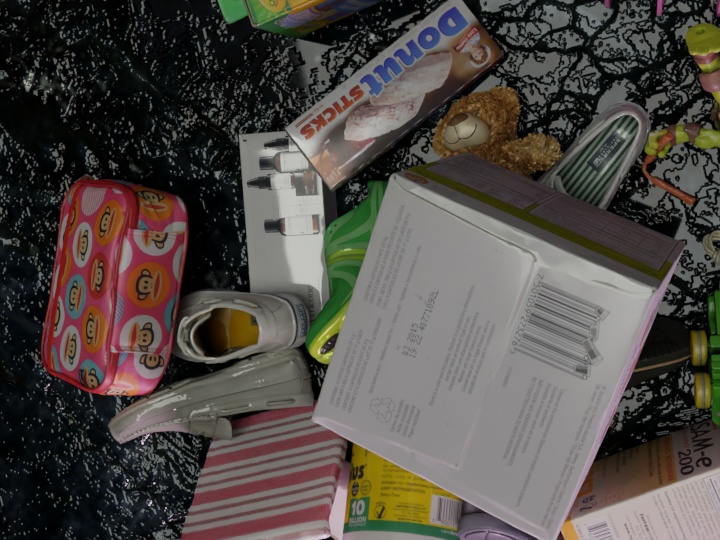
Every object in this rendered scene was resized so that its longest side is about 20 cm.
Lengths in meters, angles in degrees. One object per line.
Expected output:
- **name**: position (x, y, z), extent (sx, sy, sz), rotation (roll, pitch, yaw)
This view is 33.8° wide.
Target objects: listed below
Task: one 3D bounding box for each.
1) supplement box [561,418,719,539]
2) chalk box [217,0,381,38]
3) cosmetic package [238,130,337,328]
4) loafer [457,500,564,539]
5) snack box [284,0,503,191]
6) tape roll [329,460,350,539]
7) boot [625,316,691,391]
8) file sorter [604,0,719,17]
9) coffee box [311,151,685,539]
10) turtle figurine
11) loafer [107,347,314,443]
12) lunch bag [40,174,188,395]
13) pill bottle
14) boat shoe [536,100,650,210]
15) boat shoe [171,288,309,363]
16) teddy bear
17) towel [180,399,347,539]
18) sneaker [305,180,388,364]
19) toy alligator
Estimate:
- **supplement box**: position (0.278, 0.193, 1.027), extent (0.199, 0.126, 0.074), rotation (-24, 95, 15)
- **chalk box**: position (-0.049, -0.289, 1.062), extent (0.199, 0.124, 0.125), rotation (-21, 91, 16)
- **cosmetic package**: position (-0.066, -0.032, 1.134), extent (0.082, 0.051, 0.202), rotation (-3, 96, 16)
- **loafer**: position (0.153, 0.231, 1.054), extent (0.071, 0.200, 0.063), rotation (-15, 56, 31)
- **snack box**: position (0.031, -0.161, 1.081), extent (0.200, 0.024, 0.072), rotation (-38, 86, 0)
- **tape roll**: position (-0.043, 0.287, 1.155), extent (0.201, 0.071, 0.204), rotation (2, 97, 15)
- **boot**: position (0.206, 0.125, 1.082), extent (0.198, 0.078, 0.139), rotation (-11, 118, 1)
- **file sorter**: position (0.294, -0.280, 0.945), extent (0.198, 0.139, 0.126), rotation (6, 76, 14)
- **coffee box**: position (0.110, 0.045, 0.906), extent (0.199, 0.198, 0.201), rotation (24, 108, 15)
- **turtle figurine**: position (0.332, -0.134, 0.993), extent (0.199, 0.065, 0.162), rotation (4, 134, 27)
- **loafer**: position (-0.141, 0.132, 1.134), extent (0.199, 0.070, 0.070), rotation (-19, 88, -1)
- **lunch bag**: position (-0.245, 0.012, 1.147), extent (0.176, 0.082, 0.202), rotation (11, 93, 52)
- **pill bottle**: position (0.048, 0.159, 1.066), extent (0.112, 0.113, 0.201), rotation (2, 70, 15)
- **boat shoe**: position (0.183, -0.066, 1.055), extent (0.073, 0.067, 0.201), rotation (32, 103, 9)
- **boat shoe**: position (-0.138, 0.056, 1.116), extent (0.199, 0.070, 0.072), rotation (-2, 95, 44)
- **teddy bear**: position (0.116, -0.065, 1.041), extent (0.145, 0.066, 0.202), rotation (-9, 85, 54)
- **towel**: position (-0.081, 0.192, 1.094), extent (0.145, 0.200, 0.030), rotation (-15, 117, 16)
- **sneaker**: position (0.000, 0.000, 1.084), extent (0.083, 0.074, 0.201), rotation (13, 60, 30)
- **toy alligator**: position (0.315, 0.064, 1.026), extent (0.059, 0.054, 0.201), rotation (-2, 60, 11)
